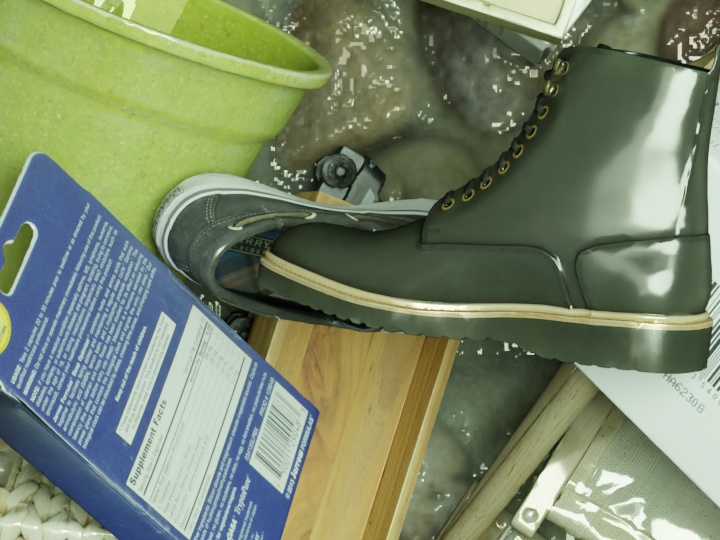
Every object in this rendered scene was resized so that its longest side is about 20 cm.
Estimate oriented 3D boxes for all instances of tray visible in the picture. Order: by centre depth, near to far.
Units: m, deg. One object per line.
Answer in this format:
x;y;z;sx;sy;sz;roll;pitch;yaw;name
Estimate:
-0.015;0.072;1.242;0.098;0.037;0.201;21;80;-23;tray

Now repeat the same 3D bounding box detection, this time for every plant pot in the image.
-0.139;-0.051;1.218;0.200;0.200;0.185;23;101;3;plant pot

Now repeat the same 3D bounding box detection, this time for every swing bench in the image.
0.144;0.153;1.215;0.199;0.130;0.200;36;112;2;swing bench

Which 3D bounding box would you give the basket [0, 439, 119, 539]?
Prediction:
-0.157;0.176;1.203;0.123;0.136;0.201;4;111;0;basket

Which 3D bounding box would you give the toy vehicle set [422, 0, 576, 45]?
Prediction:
0.070;-0.222;1.195;0.124;0.027;0.201;19;90;1;toy vehicle set

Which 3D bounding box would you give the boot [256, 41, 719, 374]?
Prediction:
0.060;-0.039;1.075;0.199;0.077;0.139;8;97;15;boot

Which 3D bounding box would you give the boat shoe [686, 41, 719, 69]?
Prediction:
0.137;-0.071;1.254;0.200;0.072;0.065;-44;89;7;boat shoe

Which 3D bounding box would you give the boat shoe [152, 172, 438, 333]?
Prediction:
0.000;0.000;1.176;0.199;0.066;0.070;14;110;-34;boat shoe

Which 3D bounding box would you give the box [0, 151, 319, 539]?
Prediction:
-0.104;0.052;1.120;0.032;0.121;0.200;-21;125;36;box

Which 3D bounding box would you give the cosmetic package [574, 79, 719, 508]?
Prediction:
0.209;0.016;1.146;0.199;0.200;0.123;45;118;19;cosmetic package

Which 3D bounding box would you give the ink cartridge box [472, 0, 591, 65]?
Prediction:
0.057;-0.219;1.251;0.200;0.084;0.145;37;90;3;ink cartridge box

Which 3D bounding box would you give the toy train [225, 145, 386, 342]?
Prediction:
-0.044;0.030;1.279;0.046;0.034;0.201;30;90;-10;toy train
